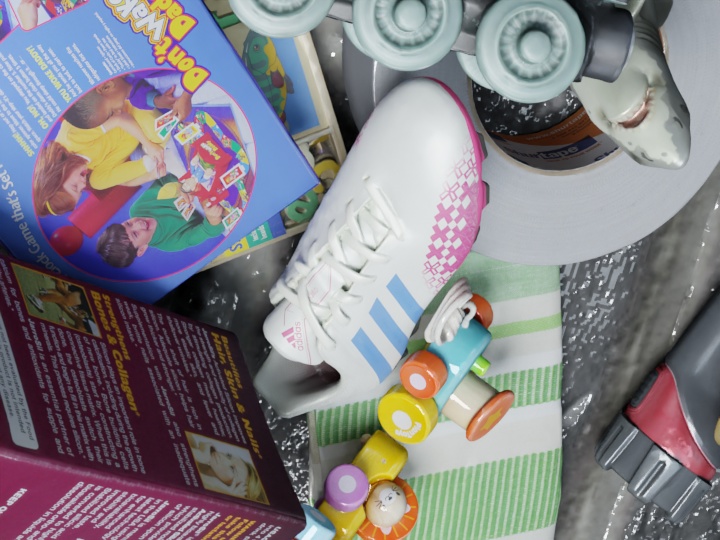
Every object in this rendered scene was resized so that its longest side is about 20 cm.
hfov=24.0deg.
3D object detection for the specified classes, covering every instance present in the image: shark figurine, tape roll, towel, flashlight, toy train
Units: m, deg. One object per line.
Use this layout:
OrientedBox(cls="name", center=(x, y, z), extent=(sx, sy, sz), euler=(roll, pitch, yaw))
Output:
OrientedBox(cls="shark figurine", center=(0.134, -0.153, 0.777), extent=(0.089, 0.127, 0.217), euler=(17, 88, -47))
OrientedBox(cls="tape roll", center=(0.093, -0.108, 0.846), extent=(0.198, 0.066, 0.203), euler=(-6, 113, -14))
OrientedBox(cls="towel", center=(0.039, 0.085, 0.930), extent=(0.151, 0.023, 0.202), euler=(-9, 111, -13))
OrientedBox(cls="flashlight", center=(0.212, 0.043, 0.940), extent=(0.201, 0.068, 0.068), euler=(-52, 141, 6))
OrientedBox(cls="toy train", center=(0.016, 0.101, 0.835), extent=(0.055, 0.150, 0.201), euler=(36, 92, 6))
OrientedBox(cls="toy train", center=(0.025, -0.141, 0.699), extent=(0.198, 0.085, 0.115), euler=(14, 98, -6))

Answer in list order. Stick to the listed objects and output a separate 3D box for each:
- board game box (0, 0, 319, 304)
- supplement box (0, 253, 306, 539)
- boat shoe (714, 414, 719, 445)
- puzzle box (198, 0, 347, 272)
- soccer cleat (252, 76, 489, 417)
OrientedBox(cls="board game box", center=(-0.123, -0.078, 0.748), extent=(0.134, 0.045, 0.201), euler=(-35, 128, -3))
OrientedBox(cls="supplement box", center=(-0.127, 0.071, 0.720), extent=(0.085, 0.111, 0.199), euler=(-39, 145, 21))
OrientedBox(cls="boat shoe", center=(0.271, 0.082, 0.932), extent=(0.199, 0.065, 0.074), euler=(-8, 128, -43))
OrientedBox(cls="puzzle box", center=(-0.088, -0.098, 0.820), extent=(0.132, 0.025, 0.202), euler=(-21, 115, -7))
OrientedBox(cls="soccer cleat", center=(0.000, 0.000, 0.789), extent=(0.086, 0.070, 0.201), euler=(-28, 152, -34))
